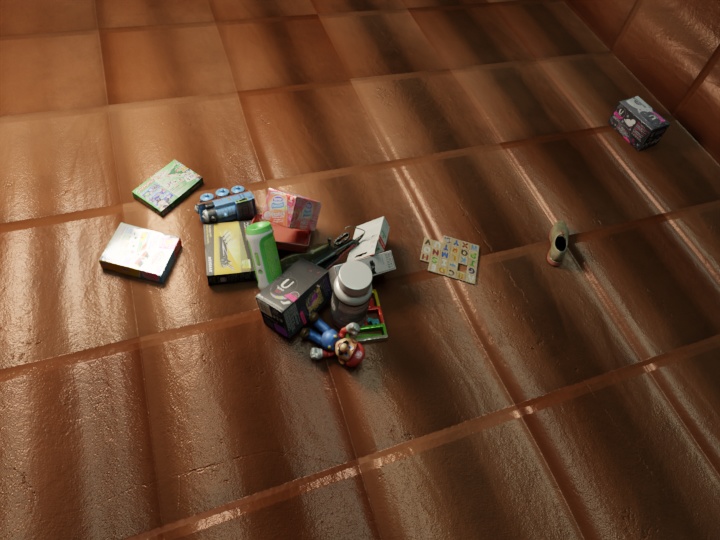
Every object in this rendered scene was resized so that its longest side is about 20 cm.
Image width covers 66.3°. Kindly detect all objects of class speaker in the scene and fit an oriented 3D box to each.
[{"bbox_3d":[-0.280,-0.035,1.629,0.085,0.206,0.089,-9,20,3],"label":"speaker"}]

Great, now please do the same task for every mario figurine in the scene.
[{"bbox_3d":[-0.075,0.196,1.551,0.196,0.126,0.106,28,30,17],"label":"mario figurine"}]

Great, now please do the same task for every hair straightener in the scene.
[{"bbox_3d":[-0.071,-0.073,1.707,0.197,0.078,0.041,-35,28,-1],"label":"hair straightener"}]

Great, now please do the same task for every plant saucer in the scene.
[{"bbox_3d":[-0.255,-0.117,1.757,0.193,0.038,0.201,7,26,-4],"label":"plant saucer"}]

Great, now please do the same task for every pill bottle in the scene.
[{"bbox_3d":[-0.026,0.072,1.570,0.110,0.203,0.117,4,52,-6],"label":"pill bottle"}]

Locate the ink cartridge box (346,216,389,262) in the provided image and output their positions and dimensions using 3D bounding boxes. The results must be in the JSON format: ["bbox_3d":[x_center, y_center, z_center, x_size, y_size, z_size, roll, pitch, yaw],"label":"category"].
[{"bbox_3d":[0.026,-0.083,1.757,0.106,0.051,0.203,-18,33,25],"label":"ink cartridge box"}]

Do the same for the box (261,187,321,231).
[{"bbox_3d":[-0.206,-0.184,1.690,0.100,0.098,0.199,19,7,18],"label":"box"}]

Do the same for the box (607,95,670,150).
[{"bbox_3d":[1.205,-0.641,2.387,0.129,0.116,0.203,-20,60,-22],"label":"box"}]

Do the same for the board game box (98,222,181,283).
[{"bbox_3d":[-0.666,-0.055,1.677,0.194,0.041,0.156,14,53,0],"label":"board game box"}]

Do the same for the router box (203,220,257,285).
[{"bbox_3d":[-0.405,-0.057,1.717,0.152,0.053,0.204,-6,56,-14],"label":"router box"}]

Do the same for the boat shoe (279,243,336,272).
[{"bbox_3d":[-0.173,-0.037,1.742,0.195,0.074,0.067,-19,26,-16],"label":"boat shoe"}]

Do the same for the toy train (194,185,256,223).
[{"bbox_3d":[-0.435,-0.210,1.789,0.195,0.089,0.115,-18,40,-22],"label":"toy train"}]

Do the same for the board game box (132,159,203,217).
[{"bbox_3d":[-0.645,-0.280,1.853,0.132,0.029,0.201,31,55,14],"label":"board game box"}]

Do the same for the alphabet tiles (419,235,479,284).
[{"bbox_3d":[0.301,-0.047,1.863,0.194,0.008,0.170,16,53,1],"label":"alphabet tiles"}]

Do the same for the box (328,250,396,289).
[{"bbox_3d":[0.000,0.000,1.700,0.195,0.116,0.062,-16,86,-21],"label":"box"}]

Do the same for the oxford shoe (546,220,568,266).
[{"bbox_3d":[0.706,-0.111,1.937,0.068,0.076,0.204,17,53,4],"label":"oxford shoe"}]

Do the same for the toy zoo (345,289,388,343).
[{"bbox_3d":[0.001,0.127,1.675,0.127,0.021,0.204,-5,55,-13],"label":"toy zoo"}]

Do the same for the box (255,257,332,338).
[{"bbox_3d":[-0.189,0.076,1.606,0.120,0.108,0.200,23,50,33],"label":"box"}]
